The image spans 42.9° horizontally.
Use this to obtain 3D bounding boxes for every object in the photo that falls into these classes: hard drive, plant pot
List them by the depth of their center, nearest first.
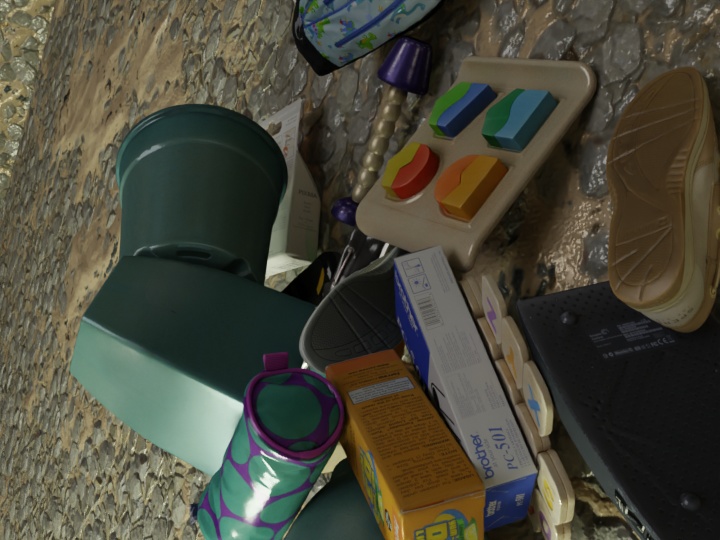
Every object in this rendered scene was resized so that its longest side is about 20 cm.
[{"bbox_3d":[0.192,0.087,0.581,0.201,0.134,0.043,-115,19,-44],"label":"hard drive"},{"bbox_3d":[0.025,0.235,0.759,0.200,0.199,0.135,-39,32,46],"label":"plant pot"},{"bbox_3d":[-0.164,0.083,0.877,0.142,0.198,0.142,-69,5,-46],"label":"plant pot"},{"bbox_3d":[-0.179,-0.041,0.997,0.201,0.199,0.197,-52,28,36],"label":"plant pot"}]

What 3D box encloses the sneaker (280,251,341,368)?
[{"bbox_3d":[-0.085,0.059,0.994,0.201,0.089,0.070,-57,38,31],"label":"sneaker"}]

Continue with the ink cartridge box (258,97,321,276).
[{"bbox_3d":[-0.105,-0.098,1.166,0.160,0.050,0.202,-14,65,55],"label":"ink cartridge box"}]

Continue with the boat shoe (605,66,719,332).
[{"bbox_3d":[0.214,-0.049,0.628,0.073,0.069,0.202,-15,48,44],"label":"boat shoe"}]

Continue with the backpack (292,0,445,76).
[{"bbox_3d":[0.024,-0.306,0.935,0.199,0.154,0.164,3,55,44],"label":"backpack"}]

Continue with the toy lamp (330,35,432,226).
[{"bbox_3d":[0.025,-0.145,0.962,0.058,0.058,0.202,48,124,51],"label":"toy lamp"}]

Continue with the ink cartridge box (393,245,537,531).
[{"bbox_3d":[0.075,0.089,0.711,0.094,0.044,0.201,84,168,-56],"label":"ink cartridge box"}]

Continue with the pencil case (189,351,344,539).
[{"bbox_3d":[-0.079,0.161,0.753,0.201,0.084,0.093,-62,39,45],"label":"pencil case"}]

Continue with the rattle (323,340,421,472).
[{"bbox_3d":[-0.035,0.124,0.896,0.200,0.130,0.144,-40,60,25],"label":"rattle"}]

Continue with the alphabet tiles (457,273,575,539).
[{"bbox_3d":[0.113,0.105,0.692,0.197,0.014,0.201,79,172,-50],"label":"alphabet tiles"}]

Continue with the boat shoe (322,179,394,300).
[{"bbox_3d":[0.000,0.000,0.924,0.057,0.067,0.201,33,95,27],"label":"boat shoe"}]

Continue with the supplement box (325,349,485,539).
[{"bbox_3d":[0.030,0.138,0.693,0.200,0.068,0.067,-130,31,-61],"label":"supplement box"}]

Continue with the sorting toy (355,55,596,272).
[{"bbox_3d":[0.090,-0.106,0.806,0.201,0.036,0.185,-56,33,-7],"label":"sorting toy"}]

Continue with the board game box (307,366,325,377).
[{"bbox_3d":[-0.046,0.112,1.031,0.201,0.028,0.136,-59,38,29],"label":"board game box"}]

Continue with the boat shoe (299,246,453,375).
[{"bbox_3d":[0.014,0.030,0.837,0.074,0.202,0.065,46,144,-2],"label":"boat shoe"}]
